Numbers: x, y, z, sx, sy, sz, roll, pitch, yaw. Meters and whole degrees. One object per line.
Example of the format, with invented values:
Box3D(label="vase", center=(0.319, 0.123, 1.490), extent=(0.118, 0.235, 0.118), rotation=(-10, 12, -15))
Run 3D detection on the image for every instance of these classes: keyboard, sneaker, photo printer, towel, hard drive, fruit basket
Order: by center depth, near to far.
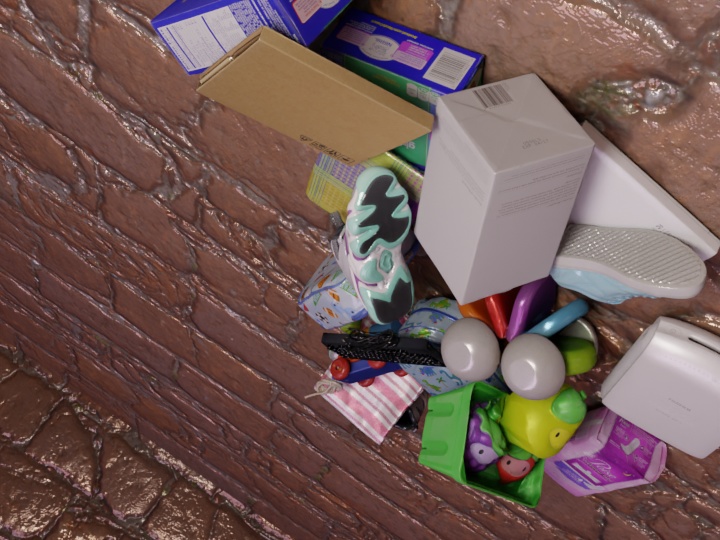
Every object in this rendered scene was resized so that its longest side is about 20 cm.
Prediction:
Box3D(label="sneaker", center=(0.292, 0.002, 1.005), extent=(0.199, 0.074, 0.082), rotation=(21, 152, 46))
Box3D(label="hard drive", center=(0.279, -0.067, 1.009), extent=(0.200, 0.026, 0.132), rotation=(40, 151, -7))
Box3D(label="sneaker", center=(-0.001, -0.048, 1.075), extent=(0.140, 0.077, 0.202), rotation=(47, 148, 50))
Box3D(label="towel", center=(0.008, -0.100, 1.101), extent=(0.143, 0.023, 0.200), rotation=(35, 154, 3))
Box3D(label="photo printer", center=(0.408, 0.145, 1.140), extent=(0.165, 0.070, 0.201), rotation=(30, 151, 10))
Box3D(label="fruit basket", center=(0.208, 0.226, 1.219), extent=(0.213, 0.157, 0.216), rotation=(11, 163, 3))
Box3D(label="keyboard", center=(0.021, 0.117, 1.265), extent=(0.199, 0.040, 0.104), rotation=(-2, 148, 42))
Box3D(label="towel", center=(0.032, 0.163, 1.462), extent=(0.146, 0.201, 0.030), rotation=(39, -166, 7))
Box3D(label="sneaker", center=(0.025, 0.203, 1.552), extent=(0.199, 0.140, 0.078), rotation=(31, 117, -4))

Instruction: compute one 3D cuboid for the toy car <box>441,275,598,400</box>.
Box3D(label="toy car", center=(0.211, 0.067, 1.177), extent=(0.198, 0.174, 0.152), rotation=(14, 108, 34))

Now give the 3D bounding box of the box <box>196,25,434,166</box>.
Box3D(label="box", center=(-0.048, -0.169, 0.920), extent=(0.199, 0.021, 0.163), rotation=(23, 162, -27))

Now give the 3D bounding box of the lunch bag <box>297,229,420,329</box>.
Box3D(label="lunch bag", center=(0.000, 0.000, 1.272), extent=(0.076, 0.161, 0.200), rotation=(44, 156, -12))

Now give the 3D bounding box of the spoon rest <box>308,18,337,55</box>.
Box3D(label="spoon rest", center=(-0.052, -0.239, 1.037), extent=(0.060, 0.100, 0.200), rotation=(25, 171, -2))

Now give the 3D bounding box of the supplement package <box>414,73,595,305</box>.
Box3D(label="supplement package", center=(0.143, -0.083, 0.963), extent=(0.201, 0.120, 0.120), rotation=(97, 149, -49))

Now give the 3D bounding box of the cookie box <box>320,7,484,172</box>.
Box3D(label="cookie box", center=(0.047, -0.176, 1.042), extent=(0.170, 0.075, 0.201), rotation=(25, 151, 18))

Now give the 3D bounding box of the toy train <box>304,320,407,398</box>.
Box3D(label="toy train", center=(-0.017, 0.121, 1.425), extent=(0.199, 0.117, 0.084), rotation=(-20, 153, 31))

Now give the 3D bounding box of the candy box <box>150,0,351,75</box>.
Box3D(label="candy box", center=(-0.091, -0.286, 0.929), extent=(0.199, 0.169, 0.077), rotation=(2, 135, 45))

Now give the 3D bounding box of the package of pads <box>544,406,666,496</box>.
Box3D(label="package of pads", center=(0.356, 0.279, 1.389), extent=(0.120, 0.076, 0.200), rotation=(36, 151, -8))

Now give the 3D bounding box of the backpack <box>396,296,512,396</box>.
Box3D(label="backpack", center=(0.146, 0.127, 1.339), extent=(0.201, 0.154, 0.163), rotation=(56, 150, -13))
